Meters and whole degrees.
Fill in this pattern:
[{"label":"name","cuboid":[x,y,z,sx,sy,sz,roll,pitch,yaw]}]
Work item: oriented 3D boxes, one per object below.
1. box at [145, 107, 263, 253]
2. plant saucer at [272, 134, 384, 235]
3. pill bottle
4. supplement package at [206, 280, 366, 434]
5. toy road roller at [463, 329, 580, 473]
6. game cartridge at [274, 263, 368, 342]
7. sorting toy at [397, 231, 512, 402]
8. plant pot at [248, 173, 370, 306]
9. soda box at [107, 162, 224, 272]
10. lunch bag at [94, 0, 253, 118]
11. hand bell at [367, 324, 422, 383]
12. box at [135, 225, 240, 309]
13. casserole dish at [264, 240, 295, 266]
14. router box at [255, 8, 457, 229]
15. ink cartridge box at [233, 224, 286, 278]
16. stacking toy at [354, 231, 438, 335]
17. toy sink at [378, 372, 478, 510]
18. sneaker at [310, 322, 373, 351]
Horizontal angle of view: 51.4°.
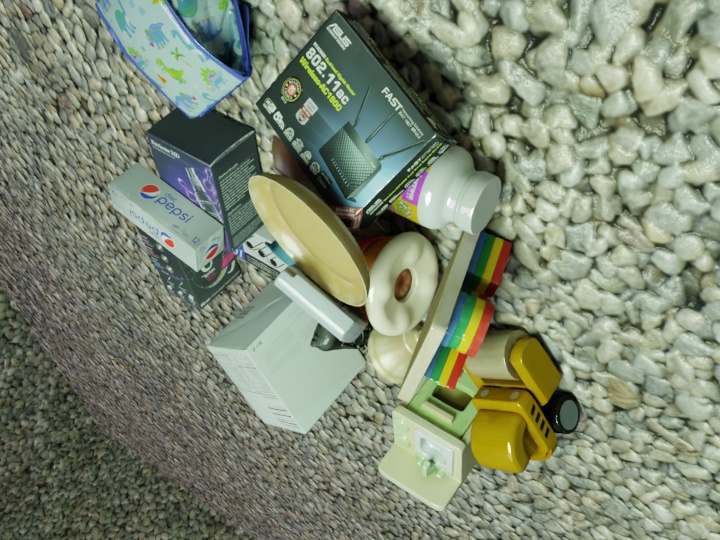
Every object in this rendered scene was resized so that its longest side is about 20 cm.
[{"label":"box","cuboid":[-0.246,-0.153,1.230,0.147,0.104,0.201,28,146,26]},{"label":"plant saucer","cuboid":[-0.053,-0.108,1.033,0.200,0.037,0.200,41,-178,-1]},{"label":"pill bottle","cuboid":[0.067,-0.116,0.913,0.199,0.104,0.105,27,145,25]},{"label":"supplement package","cuboid":[-0.134,0.154,1.385,0.146,0.191,0.201,-2,127,50]},{"label":"toy road roller","cuboid":[0.212,0.196,1.079,0.122,0.146,0.201,-7,123,52]},{"label":"game cartridge","cuboid":[-0.049,0.043,1.043,0.133,0.042,0.200,44,-177,1]},{"label":"sorting toy","cuboid":[0.128,0.055,0.971,0.069,0.200,0.201,22,146,4]},{"label":"plant pot","cuboid":[-0.056,-0.040,0.892,0.200,0.027,0.200,41,160,18]},{"label":"soda box","cuboid":[-0.315,-0.088,1.221,0.199,0.068,0.064,35,147,16]},{"label":"lunch bag","cuboid":[-0.235,-0.318,1.000,0.169,0.127,0.201,-14,108,54]},{"label":"hand bell","cuboid":[0.108,0.096,1.158,0.104,0.104,0.200,47,137,-6]},{"label":"box","cuboid":[-0.328,-0.046,1.435,0.105,0.122,0.201,22,143,32]},{"label":"casserole dish","cuboid":[-0.066,0.002,1.211,0.200,0.039,0.121,38,-177,-15]},{"label":"router box","cuboid":[-0.009,-0.170,0.858,0.150,0.062,0.201,-43,73,22]},{"label":"ink cartridge box","cuboid":[-0.189,-0.055,1.339,0.199,0.044,0.094,28,144,25]},{"label":"stacking toy","cuboid":[0.000,0.000,1.081,0.199,0.146,0.147,18,141,41]},{"label":"toy sink","cuboid":[0.128,0.249,1.188,0.130,0.200,0.113,26,146,27]},{"label":"sneaker","cuboid":[-0.021,0.096,1.230,0.090,0.200,0.076,28,103,7]}]
